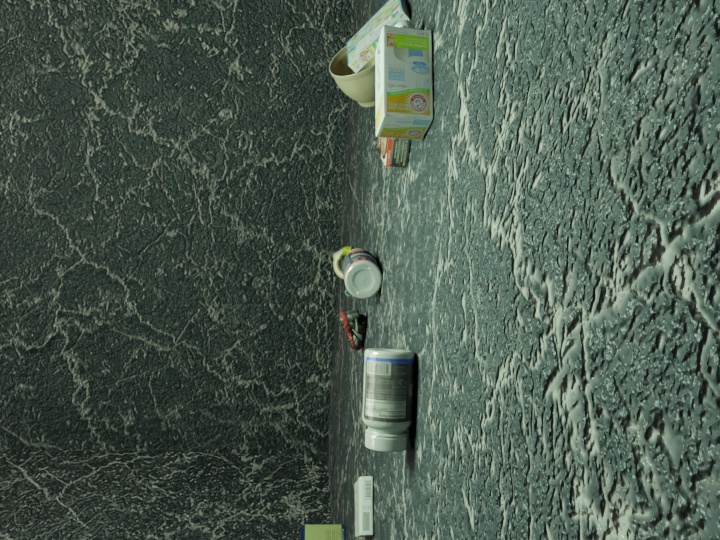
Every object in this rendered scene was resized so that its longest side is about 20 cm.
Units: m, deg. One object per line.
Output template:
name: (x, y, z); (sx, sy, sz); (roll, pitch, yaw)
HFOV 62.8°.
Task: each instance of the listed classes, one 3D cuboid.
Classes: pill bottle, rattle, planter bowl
pill bottle: (0.000, 0.000, 1.877); (0.201, 0.115, 0.124); (-109, 23, -71)
pill bottle: (0.059, 0.275, 1.267); (0.114, 0.110, 0.208); (155, 117, -83)
rattle: (-0.030, 0.014, 2.384); (0.143, 0.127, 0.205); (76, 168, -75)
planter bowl: (0.022, -0.565, 1.707); (0.204, 0.194, 0.136); (-94, -19, -46)

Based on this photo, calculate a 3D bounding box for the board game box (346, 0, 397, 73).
board game box: (0.044, -0.641, 1.590); (0.198, 0.034, 0.137); (-36, 36, 27)

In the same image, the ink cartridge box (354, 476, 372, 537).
ink cartridge box: (0.009, 0.740, 1.839); (0.201, 0.048, 0.166); (97, 173, -64)

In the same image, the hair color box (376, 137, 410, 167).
hair color box: (0.084, -0.339, 1.522); (0.201, 0.059, 0.105); (-105, 20, -67)

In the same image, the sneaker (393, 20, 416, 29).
sneaker: (0.107, -0.479, 1.392); (0.202, 0.073, 0.108); (90, 167, -62)

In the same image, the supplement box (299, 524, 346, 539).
supplement box: (-0.157, 1.179, 2.442); (0.137, 0.192, 0.204); (100, 171, -45)

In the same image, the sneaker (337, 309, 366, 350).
sneaker: (-0.013, 0.213, 2.136); (0.072, 0.095, 0.203); (-113, 1, -47)

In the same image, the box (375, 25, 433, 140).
box: (0.091, -0.395, 1.256); (0.101, 0.108, 0.208); (124, 147, -75)
